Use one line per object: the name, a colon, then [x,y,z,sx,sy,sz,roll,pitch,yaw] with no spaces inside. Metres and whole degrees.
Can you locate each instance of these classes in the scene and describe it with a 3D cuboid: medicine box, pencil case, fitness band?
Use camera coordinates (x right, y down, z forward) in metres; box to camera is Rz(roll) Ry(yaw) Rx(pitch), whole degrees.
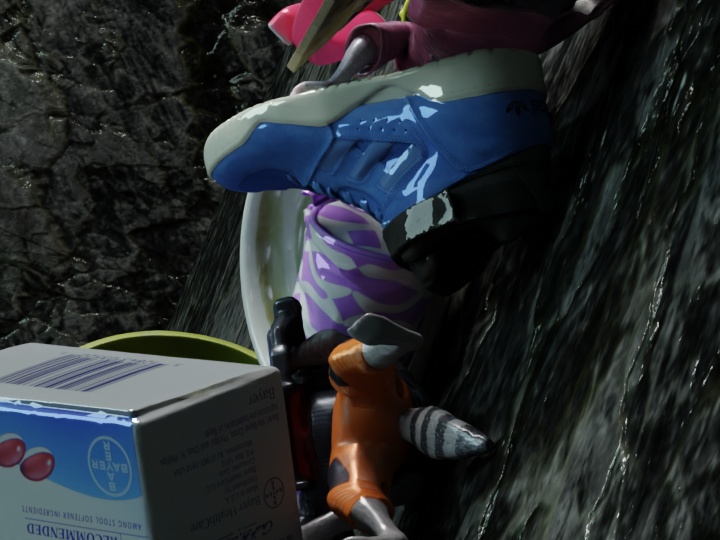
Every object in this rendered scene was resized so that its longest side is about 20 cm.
medicine box: [-0.126,0.147,1.289,0.103,0.182,0.200,-19,-74,-47]
pencil case: [-0.017,0.050,1.425,0.084,0.085,0.200,-42,-29,-63]
fitness band: [0.023,-0.177,1.440,0.144,0.037,0.200,-44,-5,23]

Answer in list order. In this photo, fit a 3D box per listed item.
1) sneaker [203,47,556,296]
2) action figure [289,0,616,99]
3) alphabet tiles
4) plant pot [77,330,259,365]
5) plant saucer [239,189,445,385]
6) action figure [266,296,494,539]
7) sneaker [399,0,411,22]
sneaker: [0.009,-0.038,1.318,0.077,0.200,0.111,8,-108,-61]
action figure: [0.052,-0.135,1.389,0.200,0.134,0.149,135,155,-61]
alphabet tiles: [0.038,-0.175,1.275,0.167,0.008,0.200,-43,0,-12]
plant pot: [-0.131,0.177,1.711,0.200,0.200,0.193,-78,0,-51]
plant saucer: [0.000,0.000,1.516,0.200,0.050,0.200,5,97,55]
action figure: [0.011,0.108,1.303,0.193,0.104,0.200,179,83,-88]
sneaker: [0.057,-0.139,1.554,0.074,0.085,0.200,118,172,-50]
